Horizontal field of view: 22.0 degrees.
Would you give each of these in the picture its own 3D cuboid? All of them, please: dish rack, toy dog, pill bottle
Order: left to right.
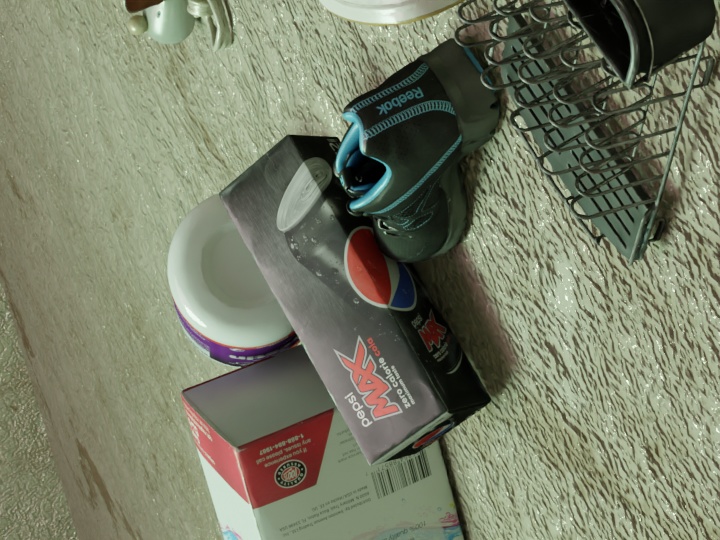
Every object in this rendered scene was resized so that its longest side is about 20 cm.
[{"bbox_3d":[-0.178,-0.252,1.417,0.132,0.096,0.202,41,148,58],"label":"toy dog"},{"bbox_3d":[-0.085,0.011,1.383,0.200,0.112,0.113,109,138,-80],"label":"pill bottle"},{"bbox_3d":[0.090,-0.097,0.821,0.201,0.054,0.154,94,152,-55],"label":"dish rack"}]

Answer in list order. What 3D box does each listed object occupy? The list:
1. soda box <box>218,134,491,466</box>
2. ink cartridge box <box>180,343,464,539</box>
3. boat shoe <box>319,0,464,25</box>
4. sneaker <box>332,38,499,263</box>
[{"bbox_3d":[-0.004,0.016,1.148,0.201,0.071,0.063,59,-154,13],"label":"soda box"},{"bbox_3d":[-0.021,0.171,1.334,0.145,0.144,0.202,29,136,65],"label":"ink cartridge box"},{"bbox_3d":[-0.003,-0.188,0.979,0.200,0.070,0.070,-133,25,-55],"label":"boat shoe"},{"bbox_3d":[0.018,-0.059,1.048,0.074,0.081,0.200,59,163,21],"label":"sneaker"}]
